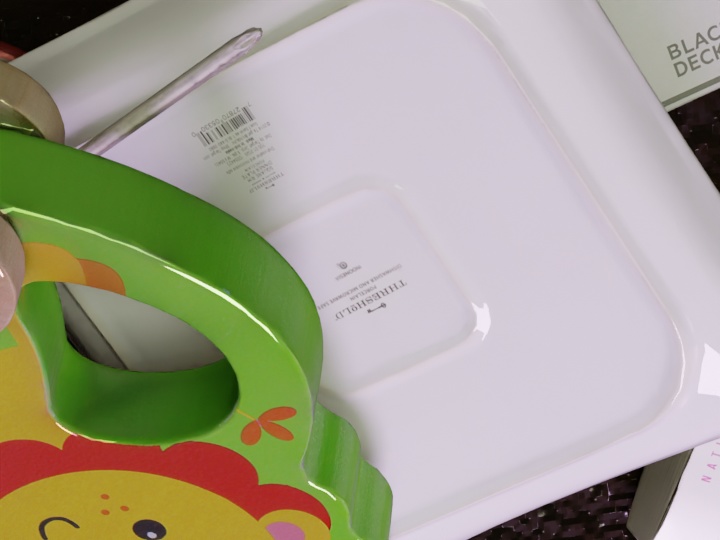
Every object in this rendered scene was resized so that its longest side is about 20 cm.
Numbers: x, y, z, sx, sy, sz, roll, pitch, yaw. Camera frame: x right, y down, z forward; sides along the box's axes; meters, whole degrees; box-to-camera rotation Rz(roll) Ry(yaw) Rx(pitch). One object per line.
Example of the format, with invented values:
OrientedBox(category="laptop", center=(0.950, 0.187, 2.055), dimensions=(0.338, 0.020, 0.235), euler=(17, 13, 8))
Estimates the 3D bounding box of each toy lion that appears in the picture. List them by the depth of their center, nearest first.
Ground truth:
OrientedBox(category="toy lion", center=(-0.072, 0.052, 0.823), dimensions=(0.191, 0.069, 0.200), euler=(22, 137, -14))

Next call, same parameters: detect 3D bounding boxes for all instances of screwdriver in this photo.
OrientedBox(category="screwdriver", center=(-0.091, -0.023, 0.804), dimensions=(0.029, 0.200, 0.028), euler=(9, 62, -34))

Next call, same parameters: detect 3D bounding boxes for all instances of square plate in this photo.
OrientedBox(category="square plate", center=(0.000, 0.000, 0.836), dimensions=(0.199, 0.028, 0.198), euler=(-25, 113, 25))

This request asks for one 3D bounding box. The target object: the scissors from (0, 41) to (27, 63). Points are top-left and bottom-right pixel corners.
OrientedBox(category="scissors", center=(-0.047, -0.012, 0.891), dimensions=(0.199, 0.014, 0.074), euler=(16, 95, -14))

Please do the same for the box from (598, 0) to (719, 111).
OrientedBox(category="box", center=(0.032, -0.133, 0.853), dimensions=(0.116, 0.060, 0.201), euler=(-25, 104, -11))

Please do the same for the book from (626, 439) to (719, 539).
OrientedBox(category="book", center=(0.197, 0.051, 0.934), dimensions=(0.199, 0.048, 0.134), euler=(17, 100, -15))
